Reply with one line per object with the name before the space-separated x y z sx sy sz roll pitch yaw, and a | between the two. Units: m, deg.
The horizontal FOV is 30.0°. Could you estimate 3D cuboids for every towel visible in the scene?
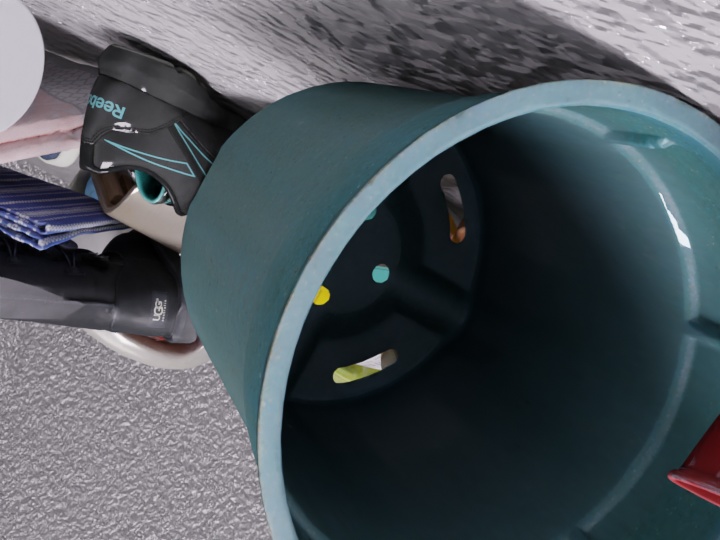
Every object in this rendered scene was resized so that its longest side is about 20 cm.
towel | -0.261 -0.054 0.892 0.198 0.024 0.145 19 -170 12
towel | -0.258 -0.111 0.894 0.190 0.033 0.199 -16 -154 -34

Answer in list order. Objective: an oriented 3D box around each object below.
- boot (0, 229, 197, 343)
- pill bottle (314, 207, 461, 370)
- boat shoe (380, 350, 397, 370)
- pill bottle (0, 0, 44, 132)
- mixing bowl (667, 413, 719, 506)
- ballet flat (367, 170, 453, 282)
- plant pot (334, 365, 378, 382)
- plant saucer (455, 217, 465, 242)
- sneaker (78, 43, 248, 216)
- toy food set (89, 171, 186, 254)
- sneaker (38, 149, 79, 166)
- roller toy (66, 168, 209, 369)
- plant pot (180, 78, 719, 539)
boot | -0.222 -0.001 0.894 0.198 0.066 0.164 5 -173 -27
pill bottle | 0.000 0.000 0.829 0.199 0.114 0.112 17 -179 -35
boat shoe | 0.104 0.068 0.808 0.200 0.072 0.061 7 -139 -26
pill bottle | -0.272 -0.138 0.773 0.199 0.112 0.111 22 176 38
mixing bowl | 0.201 0.053 0.382 0.198 0.109 0.200 25 177 2
ballet flat | 0.014 -0.030 0.694 0.075 0.065 0.201 7 152 12
plant pot | 0.023 0.050 1.066 0.199 0.202 0.184 24 164 12
plant saucer | 0.144 0.017 0.721 0.199 0.033 0.200 30 175 3
sneaker | -0.103 -0.072 0.855 0.075 0.080 0.199 19 175 41
toy food set | -0.119 -0.063 0.967 0.143 0.061 0.200 29 -166 -29
sneaker | -0.280 -0.138 1.099 0.084 0.076 0.199 22 179 -34
roller toy | -0.159 -0.023 1.114 0.200 0.140 0.182 43 -157 7
plant pot | 0.026 0.017 0.509 0.199 0.202 0.196 26 -177 -27
